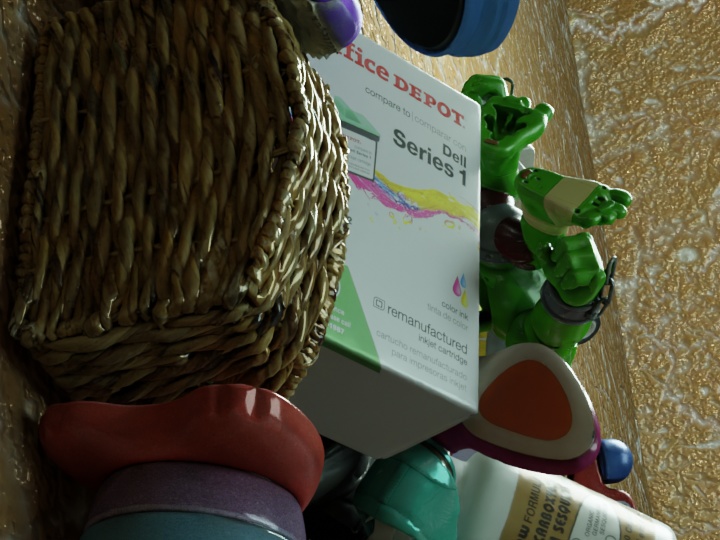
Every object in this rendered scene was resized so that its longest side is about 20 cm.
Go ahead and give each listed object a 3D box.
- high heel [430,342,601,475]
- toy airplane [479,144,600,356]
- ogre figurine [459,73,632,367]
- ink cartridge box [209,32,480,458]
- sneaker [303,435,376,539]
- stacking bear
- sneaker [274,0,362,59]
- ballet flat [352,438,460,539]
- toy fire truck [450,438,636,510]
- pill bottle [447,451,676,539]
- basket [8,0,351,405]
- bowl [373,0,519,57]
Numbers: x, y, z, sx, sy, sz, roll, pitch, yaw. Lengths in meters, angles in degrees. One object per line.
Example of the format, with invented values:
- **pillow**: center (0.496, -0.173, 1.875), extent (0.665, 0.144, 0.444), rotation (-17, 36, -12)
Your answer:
- **high heel**: center (0.082, 0.086, 1.045), extent (0.097, 0.067, 0.200), rotation (62, -12, -29)
- **toy airplane**: center (0.080, -0.004, 1.368), extent (0.200, 0.140, 0.200), rotation (62, -5, 1)
- **ogre figurine**: center (0.092, -0.017, 1.100), extent (0.200, 0.097, 0.121), rotation (44, -40, 40)
- **ink cartridge box**: center (-0.013, -0.023, 1.019), extent (0.144, 0.084, 0.202), rotation (27, 50, -33)
- **sneaker**: center (-0.021, 0.126, 1.125), extent (0.200, 0.075, 0.092), rotation (-12, 100, -73)
- **stacking bear**: center (-0.077, 0.165, 0.792), extent (0.114, 0.120, 0.202), rotation (47, 42, -52)
- **sneaker**: center (-0.023, -0.189, 0.962), extent (0.070, 0.099, 0.201), rotation (57, 4, -42)
- **ballet flat**: center (0.026, 0.176, 1.130), extent (0.070, 0.067, 0.201), rotation (-46, 147, -27)
- **toy fire truck**: center (0.122, 0.184, 1.384), extent (0.112, 0.166, 0.202), rotation (116, -32, -69)
- **pill bottle**: center (0.097, 0.182, 1.257), extent (0.114, 0.198, 0.115), rotation (-156, -90, -86)
- **basket**: center (-0.067, -0.019, 0.898), extent (0.149, 0.141, 0.201), rotation (63, 19, -49)
- **bowl**: center (0.040, -0.236, 1.259), extent (0.201, 0.039, 0.202), rotation (53, -26, 41)
